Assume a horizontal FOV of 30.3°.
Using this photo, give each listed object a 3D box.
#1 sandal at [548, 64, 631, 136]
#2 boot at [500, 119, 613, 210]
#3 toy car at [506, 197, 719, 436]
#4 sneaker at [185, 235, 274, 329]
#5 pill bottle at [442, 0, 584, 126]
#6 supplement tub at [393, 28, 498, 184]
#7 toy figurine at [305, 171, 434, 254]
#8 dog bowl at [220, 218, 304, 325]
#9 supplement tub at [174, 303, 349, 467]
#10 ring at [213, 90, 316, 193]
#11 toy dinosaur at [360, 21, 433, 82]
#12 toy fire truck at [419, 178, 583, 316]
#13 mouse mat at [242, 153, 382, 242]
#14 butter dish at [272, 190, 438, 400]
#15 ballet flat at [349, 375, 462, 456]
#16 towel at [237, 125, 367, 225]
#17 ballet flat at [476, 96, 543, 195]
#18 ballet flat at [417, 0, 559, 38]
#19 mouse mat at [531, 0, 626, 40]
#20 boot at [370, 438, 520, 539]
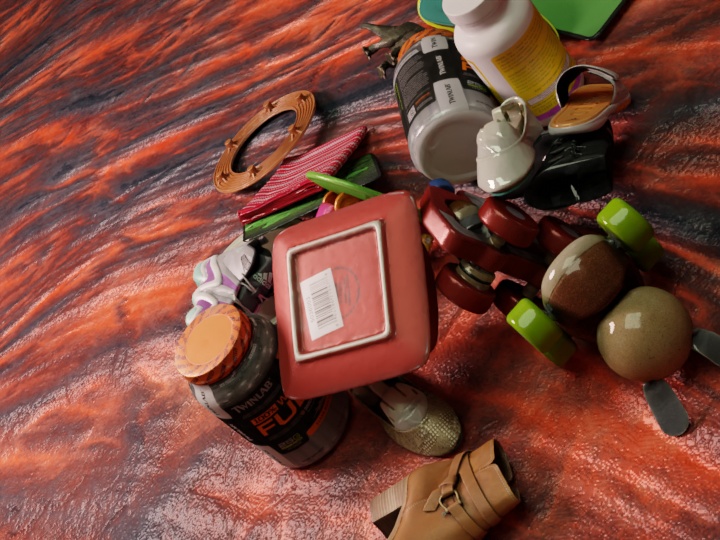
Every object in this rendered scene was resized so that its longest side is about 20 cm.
[{"bbox_3d":[0.260,-0.204,1.519,0.079,0.059,0.207,-3,18,21],"label":"sandal"},{"bbox_3d":[0.206,-0.103,1.480,0.165,0.066,0.200,-29,15,20],"label":"boot"},{"bbox_3d":[0.277,0.060,1.316,0.164,0.158,0.200,-48,66,3],"label":"toy car"},{"bbox_3d":[-0.139,0.031,1.620,0.140,0.078,0.200,-30,41,20],"label":"sneaker"},{"bbox_3d":[0.182,-0.270,1.607,0.104,0.200,0.105,-24,43,25],"label":"pill bottle"},{"bbox_3d":[0.108,-0.214,1.690,0.122,0.123,0.200,-31,41,18],"label":"supplement tub"},{"bbox_3d":[0.000,0.000,1.600,0.185,0.199,0.150,-71,19,0],"label":"toy figurine"},{"bbox_3d":[-0.116,0.032,1.721,0.200,0.074,0.201,-25,42,25],"label":"dog bowl"},{"bbox_3d":[-0.113,0.131,1.526,0.122,0.200,0.123,-25,43,26],"label":"supplement tub"},{"bbox_3d":[-0.146,-0.195,1.969,0.200,0.019,0.201,-33,29,21],"label":"ring"},{"bbox_3d":[0.068,-0.313,1.871,0.102,0.077,0.200,-32,27,-15],"label":"toy dinosaur"},{"bbox_3d":[0.142,-0.035,1.448,0.112,0.200,0.168,-59,38,19],"label":"toy fire truck"},{"bbox_3d":[-0.066,-0.099,1.761,0.199,0.008,0.161,-26,17,3],"label":"mouse mat"},{"bbox_3d":[0.016,0.037,1.465,0.199,0.148,0.201,-17,70,31],"label":"butter dish"},{"bbox_3d":[0.035,0.145,1.485,0.071,0.065,0.200,-55,38,-6],"label":"ballet flat"},{"bbox_3d":[-0.077,-0.133,1.808,0.144,0.023,0.200,-21,19,28],"label":"towel"},{"bbox_3d":[0.155,-0.140,1.437,0.069,0.070,0.200,-26,14,24],"label":"ballet flat"},{"bbox_3d":[0.172,-0.329,1.747,0.199,0.067,0.067,20,107,15],"label":"ballet flat"},{"bbox_3d":[0.287,-0.378,1.751,0.161,0.008,0.200,-52,37,-8],"label":"mouse mat"},{"bbox_3d":[0.096,0.269,1.325,0.155,0.077,0.200,-29,34,15],"label":"boot"}]
